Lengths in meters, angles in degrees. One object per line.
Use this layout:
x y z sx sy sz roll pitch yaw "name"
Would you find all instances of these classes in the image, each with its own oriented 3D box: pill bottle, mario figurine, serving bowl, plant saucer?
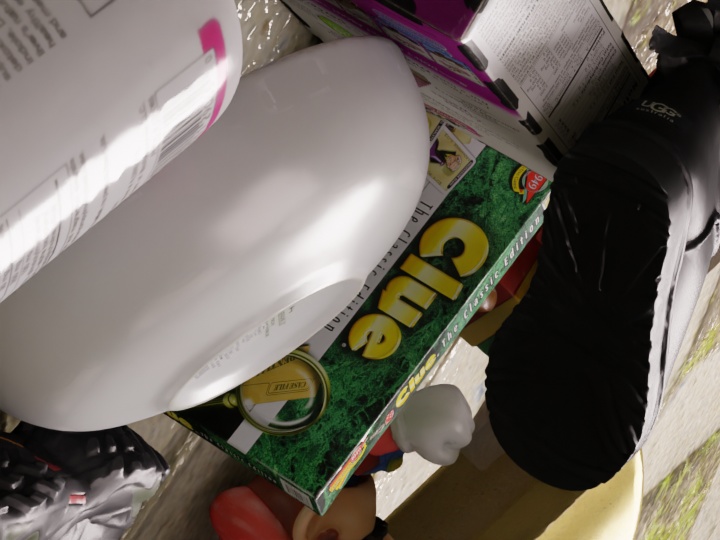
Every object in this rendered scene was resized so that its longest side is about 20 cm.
-0.137 -0.037 0.674 0.200 0.113 0.114 -43 152 -35 "pill bottle"
0.008 0.089 1.139 0.201 0.106 0.123 -62 159 0 "mario figurine"
-0.052 0.001 0.851 0.200 0.066 0.200 -33 169 -7 "serving bowl"
0.049 0.152 1.141 0.200 0.048 0.200 -42 -169 -7 "plant saucer"

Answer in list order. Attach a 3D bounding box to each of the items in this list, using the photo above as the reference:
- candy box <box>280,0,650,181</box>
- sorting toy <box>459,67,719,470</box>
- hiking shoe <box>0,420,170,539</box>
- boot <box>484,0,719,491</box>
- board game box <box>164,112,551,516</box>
0.026 -0.108 0.897 0.061 0.136 0.200 -57 158 -3 "candy box"
0.125 -0.025 1.185 0.199 0.070 0.200 -46 -175 39 "sorting toy"
-0.150 0.105 0.863 0.200 0.076 0.101 0 121 -58 "hiking shoe"
0.129 -0.021 0.958 0.162 0.073 0.199 -43 153 -42 "boot"
0.000 0.000 1.013 0.200 0.105 0.023 -52 160 -20 "board game box"
